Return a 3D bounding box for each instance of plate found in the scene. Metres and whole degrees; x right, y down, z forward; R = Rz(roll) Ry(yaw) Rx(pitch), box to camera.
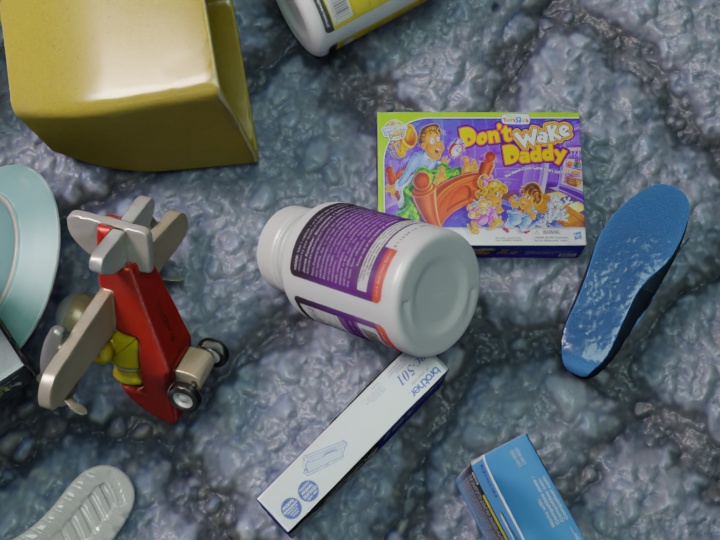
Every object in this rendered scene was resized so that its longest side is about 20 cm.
[{"bbox_3d":[-0.344,-0.003,1.159,0.199,0.025,0.202,-14,67,35],"label":"plate"}]

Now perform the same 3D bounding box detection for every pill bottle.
[{"bbox_3d":[0.000,0.000,1.143,0.199,0.111,0.112,17,71,45],"label":"pill bottle"},{"bbox_3d":[0.015,-0.303,1.263,0.199,0.112,0.113,-29,78,-9],"label":"pill bottle"}]

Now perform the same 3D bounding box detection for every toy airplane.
[{"bbox_3d":[-0.217,0.031,1.133,0.140,0.200,0.201,-3,80,27],"label":"toy airplane"}]

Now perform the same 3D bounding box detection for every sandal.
[{"bbox_3d":[-0.280,0.260,1.144,0.202,0.050,0.083,-42,95,-24],"label":"sandal"}]

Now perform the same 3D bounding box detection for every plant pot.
[{"bbox_3d":[-0.220,-0.200,1.196,0.198,0.196,0.196,-12,76,2],"label":"plant pot"}]

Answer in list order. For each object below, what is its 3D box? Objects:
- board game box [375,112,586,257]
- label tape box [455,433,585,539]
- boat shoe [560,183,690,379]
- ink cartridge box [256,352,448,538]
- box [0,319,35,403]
[{"bbox_3d":[0.114,-0.083,1.242,0.198,0.045,0.136,0,75,-1],"label":"board game box"},{"bbox_3d":[0.146,0.218,1.084,0.066,0.200,0.144,-27,77,-9],"label":"label tape box"},{"bbox_3d":[0.242,0.009,1.213,0.084,0.069,0.201,34,82,21],"label":"boat shoe"},{"bbox_3d":[-0.006,0.152,1.153,0.044,0.094,0.200,44,79,9],"label":"ink cartridge box"},{"bbox_3d":[-0.398,0.079,1.069,0.199,0.051,0.158,-35,76,-11],"label":"box"}]
